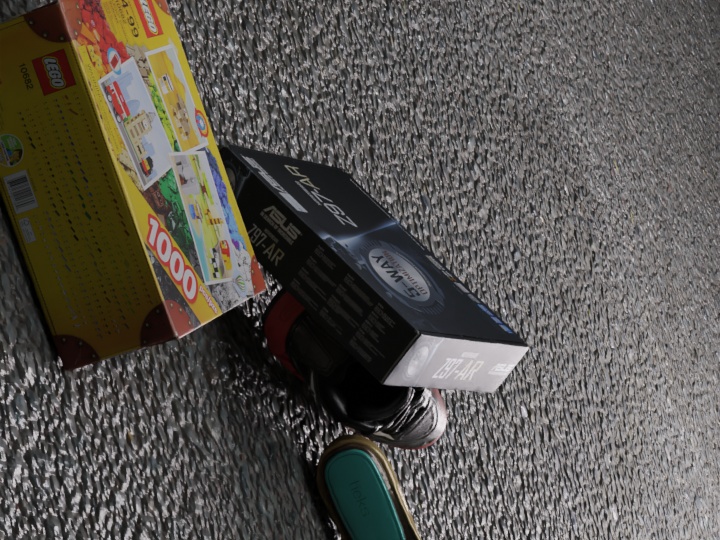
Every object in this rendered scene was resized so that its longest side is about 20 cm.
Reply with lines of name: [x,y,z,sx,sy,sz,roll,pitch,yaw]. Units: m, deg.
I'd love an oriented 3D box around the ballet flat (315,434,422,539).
ballet flat: [0.026,0.204,1.661,0.063,0.069,0.200,-44,117,-83]

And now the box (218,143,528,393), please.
box: [0.000,0.000,1.612,0.200,0.044,0.160,44,17,26]

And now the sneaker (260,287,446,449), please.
sneaker: [0.011,0.083,1.668,0.098,0.071,0.200,44,-1,42]

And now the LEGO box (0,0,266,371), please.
LEGO box: [-0.143,-0.058,1.407,0.200,0.077,0.149,71,20,-5]
